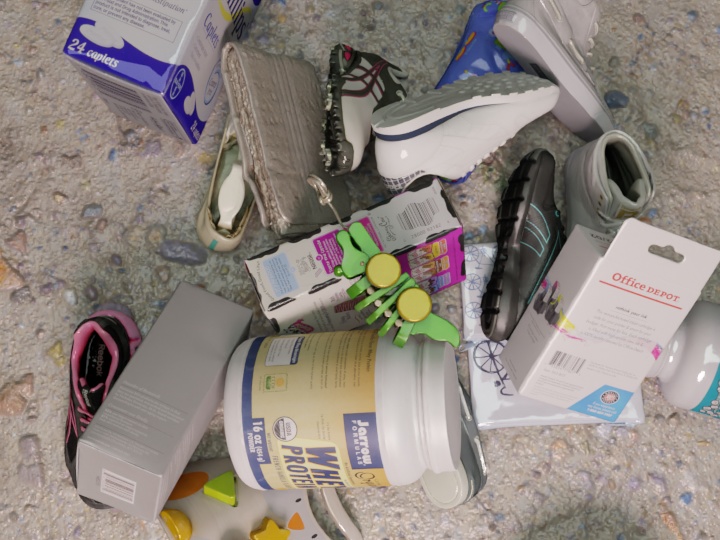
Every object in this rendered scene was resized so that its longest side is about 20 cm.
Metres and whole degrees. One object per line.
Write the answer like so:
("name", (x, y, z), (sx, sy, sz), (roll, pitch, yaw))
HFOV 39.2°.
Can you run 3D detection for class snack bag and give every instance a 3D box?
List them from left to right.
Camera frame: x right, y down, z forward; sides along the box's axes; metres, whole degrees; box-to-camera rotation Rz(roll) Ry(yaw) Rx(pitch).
("snack bag", (0.196, 0.066, 1.049), (0.188, 0.021, 0.200), (-2, 83, -2))

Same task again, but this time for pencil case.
("pencil case", (0.115, -0.188, 1.049), (0.087, 0.078, 0.200), (33, 81, -22))

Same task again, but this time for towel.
("towel", (-0.071, -0.126, 1.019), (0.034, 0.132, 0.200), (-19, 81, 32))

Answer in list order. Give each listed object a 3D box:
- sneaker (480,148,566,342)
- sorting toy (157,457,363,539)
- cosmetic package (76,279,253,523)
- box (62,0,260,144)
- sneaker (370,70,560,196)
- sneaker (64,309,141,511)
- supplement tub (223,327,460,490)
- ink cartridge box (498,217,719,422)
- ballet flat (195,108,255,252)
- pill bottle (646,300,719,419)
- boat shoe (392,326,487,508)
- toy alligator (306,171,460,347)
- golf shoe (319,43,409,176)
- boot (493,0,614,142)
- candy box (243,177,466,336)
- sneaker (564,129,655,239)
("sneaker", (0.176, -0.022, 1.023), (0.079, 0.075, 0.200), (11, 89, -8))
("sorting toy", (-0.094, 0.260, 0.993), (0.180, 0.107, 0.200), (-23, 84, -24))
("cosmetic package", (-0.180, 0.119, 0.948), (0.090, 0.107, 0.200), (21, 49, 1))
("box", (-0.182, -0.251, 0.996), (0.105, 0.184, 0.200), (22, 83, 2))
("sneaker", (0.103, -0.136, 0.976), (0.200, 0.076, 0.081), (-19, 115, -16))
("sneaker", (-0.259, 0.137, 0.992), (0.079, 0.095, 0.200), (-2, 84, -4))
("supplement tub", (-0.012, 0.128, 0.938), (0.200, 0.144, 0.145), (-5, 83, 12))
("ink cartridge box", (0.232, 0.035, 0.953), (0.115, 0.068, 0.200), (18, 115, -20))
("ballet flat", (-0.118, -0.115, 1.041), (0.069, 0.069, 0.200), (15, 82, 0))
("pill bottle", (0.374, 0.096, 1.006), (0.200, 0.111, 0.111), (16, 83, 1))
("boat shoe", (0.078, 0.138, 1.028), (0.062, 0.073, 0.200), (-3, 71, -45))
("toy alligator", (0.005, 0.004, 0.884), (0.054, 0.059, 0.200), (-42, 87, -5))
("golf shoe", (0.005, -0.162, 0.998), (0.088, 0.077, 0.200), (9, 40, -4))
("boot", (0.220, -0.218, 1.021), (0.096, 0.074, 0.200), (-52, 128, -7))
("candy box", (0.000, 0.000, 0.988), (0.200, 0.136, 0.061), (-24, 66, -3))
("sneaker", (0.245, -0.037, 0.997), (0.074, 0.116, 0.200), (-6, 83, -5))
